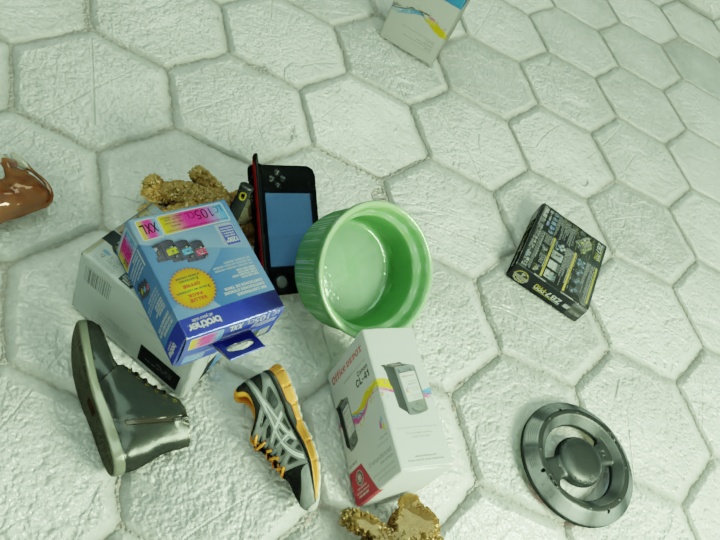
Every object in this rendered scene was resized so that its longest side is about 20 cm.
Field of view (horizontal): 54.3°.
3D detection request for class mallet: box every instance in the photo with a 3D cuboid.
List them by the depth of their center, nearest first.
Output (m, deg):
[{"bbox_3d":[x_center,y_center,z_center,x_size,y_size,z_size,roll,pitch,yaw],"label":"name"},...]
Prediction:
[{"bbox_3d":[-0.187,-0.039,0.995,0.066,0.200,0.041,30,34,-17],"label":"mallet"}]

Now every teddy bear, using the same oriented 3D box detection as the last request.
[{"bbox_3d":[0.017,0.375,0.891,0.145,0.067,0.200,30,55,9],"label":"teddy bear"},{"bbox_3d":[-0.241,-0.095,1.079,0.199,0.067,0.146,21,52,-12],"label":"teddy bear"}]

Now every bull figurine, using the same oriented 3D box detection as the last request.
[{"bbox_3d":[-0.524,-0.096,0.947,0.199,0.065,0.122,-27,79,-40],"label":"bull figurine"}]

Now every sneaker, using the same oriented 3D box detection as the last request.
[{"bbox_3d":[-0.294,0.150,0.891,0.106,0.075,0.201,-12,72,-38],"label":"sneaker"},{"bbox_3d":[-0.106,0.225,0.929,0.077,0.078,0.201,-16,61,-19],"label":"sneaker"}]

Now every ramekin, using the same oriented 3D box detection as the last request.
[{"bbox_3d":[0.000,0.000,1.032,0.199,0.097,0.201,-1,93,-34],"label":"ramekin"}]

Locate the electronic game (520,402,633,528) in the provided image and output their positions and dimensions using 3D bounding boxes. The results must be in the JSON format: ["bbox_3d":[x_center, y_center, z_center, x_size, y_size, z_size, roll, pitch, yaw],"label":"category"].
[{"bbox_3d":[0.342,0.303,1.110,0.199,0.042,0.201,12,53,-16],"label":"electronic game"}]

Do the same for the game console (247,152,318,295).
[{"bbox_3d":[-0.104,-0.063,1.038,0.172,0.118,0.201,-5,91,-39],"label":"game console"}]

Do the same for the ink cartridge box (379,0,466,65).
[{"bbox_3d":[0.159,-0.599,1.569,0.144,0.200,0.148,31,49,0],"label":"ink cartridge box"}]

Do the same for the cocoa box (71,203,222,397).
[{"bbox_3d":[-0.259,0.039,0.939,0.200,0.134,0.131,39,48,4],"label":"cocoa box"}]

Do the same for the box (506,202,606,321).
[{"bbox_3d":[0.385,-0.021,1.363,0.161,0.049,0.200,32,49,0],"label":"box"}]

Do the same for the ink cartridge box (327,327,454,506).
[{"bbox_3d":[0.034,0.200,0.961,0.085,0.148,0.201,0,56,-27],"label":"ink cartridge box"}]

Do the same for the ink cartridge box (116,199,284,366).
[{"bbox_3d":[-0.187,0.024,0.850,0.136,0.076,0.201,-19,70,-36],"label":"ink cartridge box"}]
